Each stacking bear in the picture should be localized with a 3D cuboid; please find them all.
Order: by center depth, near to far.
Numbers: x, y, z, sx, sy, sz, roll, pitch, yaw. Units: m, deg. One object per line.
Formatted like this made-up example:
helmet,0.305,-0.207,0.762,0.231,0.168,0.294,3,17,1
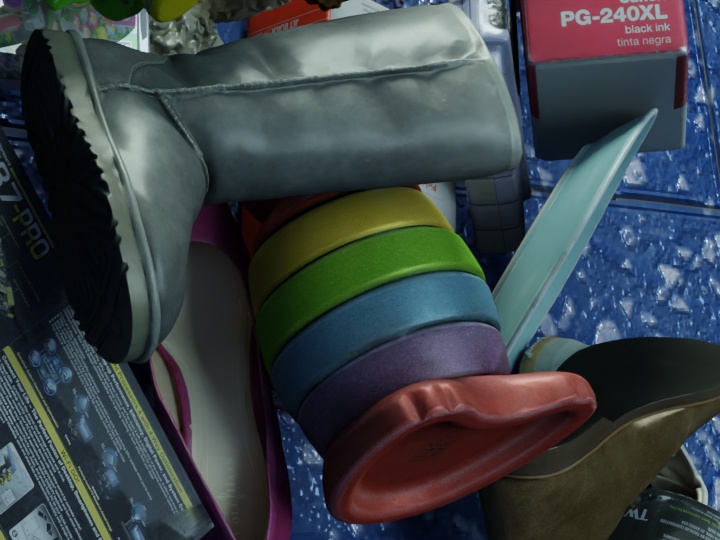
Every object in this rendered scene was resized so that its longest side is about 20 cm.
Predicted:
stacking bear,0.000,0.000,1.201,0.121,0.114,0.200,-2,60,-42

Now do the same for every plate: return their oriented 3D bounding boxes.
plate,0.089,0.001,1.349,0.026,0.200,0.200,30,47,5

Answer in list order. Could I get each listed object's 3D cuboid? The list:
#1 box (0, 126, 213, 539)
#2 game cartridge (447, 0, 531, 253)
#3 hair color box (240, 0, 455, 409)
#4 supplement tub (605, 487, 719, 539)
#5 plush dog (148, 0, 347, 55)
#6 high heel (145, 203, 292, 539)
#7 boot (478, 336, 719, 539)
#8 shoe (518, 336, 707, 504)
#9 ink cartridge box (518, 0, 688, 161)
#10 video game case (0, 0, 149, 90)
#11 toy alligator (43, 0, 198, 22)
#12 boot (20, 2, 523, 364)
box,-0.160,0.061,1.079,0.161,0.049,0.200,-40,108,-46
game cartridge,0.065,-0.126,1.378,0.130,0.038,0.201,84,5,-53
hair color box,-0.005,-0.029,1.322,0.101,0.061,0.201,22,61,-44
supplement tub,0.127,0.217,1.347,0.123,0.122,0.200,51,46,-26
plush dog,-0.041,-0.184,1.243,0.160,0.171,0.201,4,74,-49
high heel,-0.069,0.037,1.195,0.067,0.096,0.201,-3,86,-13
boot,0.126,0.087,1.357,0.200,0.073,0.076,-23,119,-43
shoe,0.149,0.120,1.452,0.200,0.053,0.070,60,44,-24
ink cartridge box,0.120,-0.176,1.392,0.145,0.083,0.201,69,17,-72
video game case,-0.182,-0.150,1.137,0.199,0.018,0.144,3,81,-31
toy alligator,-0.057,-0.154,1.147,0.200,0.054,0.059,-35,77,-25
boot,-0.029,-0.041,1.120,0.199,0.073,0.182,2,52,-24
